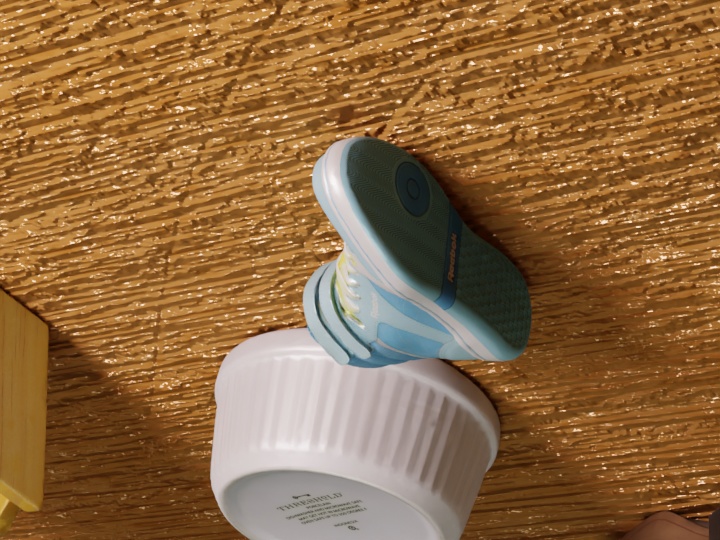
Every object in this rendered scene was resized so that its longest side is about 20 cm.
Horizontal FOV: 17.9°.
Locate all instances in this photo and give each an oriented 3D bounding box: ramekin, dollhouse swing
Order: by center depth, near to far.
[{"bbox_3d":[-0.010,0.130,1.544,0.202,0.095,0.203,10,150,6],"label":"ramekin"},{"bbox_3d":[-0.342,0.085,1.547,0.199,0.183,0.176,-12,161,37],"label":"dollhouse swing"}]

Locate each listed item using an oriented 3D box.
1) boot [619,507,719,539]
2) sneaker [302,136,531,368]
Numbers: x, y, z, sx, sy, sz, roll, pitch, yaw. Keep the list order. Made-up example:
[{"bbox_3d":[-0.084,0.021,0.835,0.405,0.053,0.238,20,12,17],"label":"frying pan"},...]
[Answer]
[{"bbox_3d":[0.274,0.218,1.601,0.146,0.070,0.200,25,148,-23],"label":"boot"},{"bbox_3d":[0.000,0.000,1.341,0.130,0.080,0.200,-10,141,33],"label":"sneaker"}]
